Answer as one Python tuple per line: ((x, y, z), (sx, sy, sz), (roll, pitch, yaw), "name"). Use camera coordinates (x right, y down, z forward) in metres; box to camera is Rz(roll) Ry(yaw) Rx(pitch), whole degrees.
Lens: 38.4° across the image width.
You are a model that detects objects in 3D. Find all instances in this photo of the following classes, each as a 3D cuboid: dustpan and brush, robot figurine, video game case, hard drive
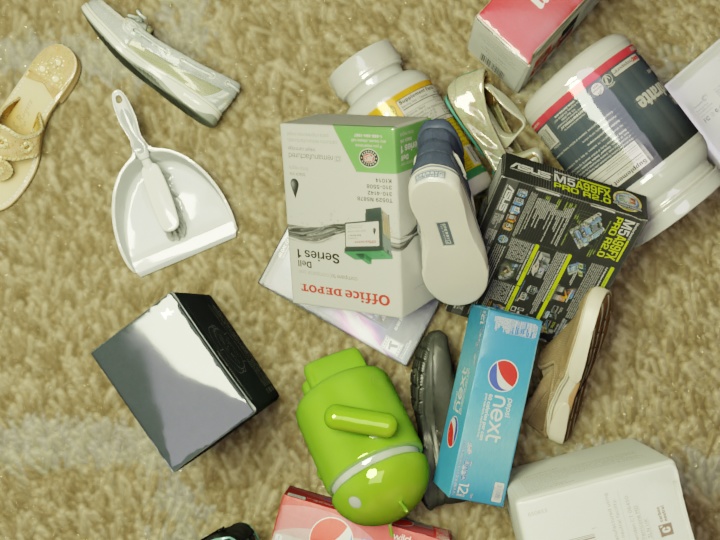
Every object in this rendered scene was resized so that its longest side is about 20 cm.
((-0.241, -0.111, 1.194), (0.138, 0.057, 0.202), (-22, 87, 1), "dustpan and brush")
((0.002, 0.187, 1.126), (0.114, 0.176, 0.201), (-17, 61, -19), "robot figurine")
((0.000, 0.000, 1.201), (0.198, 0.019, 0.144), (29, 89, 2), "video game case")
((0.451, -0.168, 1.185), (0.132, 0.025, 0.201), (-39, 86, 1), "hard drive")

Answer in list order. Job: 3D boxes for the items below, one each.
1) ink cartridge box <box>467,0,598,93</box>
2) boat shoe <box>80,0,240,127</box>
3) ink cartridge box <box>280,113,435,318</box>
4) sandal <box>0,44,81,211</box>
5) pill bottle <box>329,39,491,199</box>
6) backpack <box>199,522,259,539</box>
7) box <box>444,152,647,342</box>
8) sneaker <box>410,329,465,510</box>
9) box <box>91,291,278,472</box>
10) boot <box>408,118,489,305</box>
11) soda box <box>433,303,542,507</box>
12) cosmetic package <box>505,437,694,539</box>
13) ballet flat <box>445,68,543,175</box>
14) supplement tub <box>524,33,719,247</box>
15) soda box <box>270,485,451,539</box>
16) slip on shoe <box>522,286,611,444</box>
((0.217, -0.311, 1.126), (0.084, 0.176, 0.200), (42, 89, 3), "ink cartridge box")
((-0.233, -0.250, 1.197), (0.201, 0.074, 0.065), (38, 84, -1), "boat shoe")
((-0.001, -0.060, 1.100), (0.145, 0.084, 0.203), (6, 108, 30), "ink cartridge box")
((-0.401, -0.172, 1.198), (0.077, 0.070, 0.213), (29, 89, 3), "sandal")
((0.051, -0.151, 1.158), (0.112, 0.113, 0.201), (-32, 87, 1), "pill bottle")
((-0.143, 0.399, 1.122), (0.175, 0.153, 0.201), (-34, 77, 3), "backpack")
((0.194, -0.015, 1.112), (0.158, 0.045, 0.201), (16, 132, -2), "box")
((0.103, 0.167, 1.170), (0.090, 0.076, 0.203), (-4, 97, -4), "sneaker")
((-0.180, 0.114, 1.112), (0.107, 0.200, 0.149), (-36, 86, 0), "box")
((0.094, -0.057, 1.056), (0.072, 0.201, 0.091), (-1, 51, 12), "boot")
((0.135, 0.142, 1.106), (0.063, 0.068, 0.203), (13, 90, -11), "soda box")
((0.251, 0.285, 1.087), (0.164, 0.200, 0.169), (-15, 87, 2), "cosmetic package")
((0.168, -0.134, 1.154), (0.062, 0.068, 0.201), (-29, 104, 29), "ballet flat")
((0.288, -0.142, 1.133), (0.140, 0.140, 0.201), (-37, 87, 0), "supplement tub")
((0.001, 0.306, 1.165), (0.198, 0.063, 0.071), (15, 88, 3), "soda box")
((0.222, 0.100, 1.129), (0.060, 0.076, 0.202), (24, 131, 22), "slip on shoe")
